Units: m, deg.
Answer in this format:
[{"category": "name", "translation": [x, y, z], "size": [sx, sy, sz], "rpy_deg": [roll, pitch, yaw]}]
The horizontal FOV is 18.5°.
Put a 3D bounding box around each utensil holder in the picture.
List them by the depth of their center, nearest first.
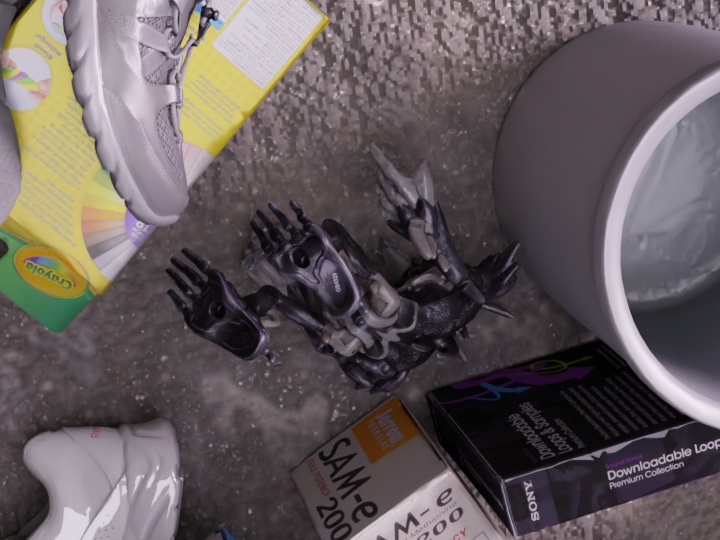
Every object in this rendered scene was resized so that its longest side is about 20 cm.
[{"category": "utensil holder", "translation": [0.164, -0.031, 1.042], "size": [0.169, 0.200, 0.171], "rpy_deg": [-2, 102, -11]}]

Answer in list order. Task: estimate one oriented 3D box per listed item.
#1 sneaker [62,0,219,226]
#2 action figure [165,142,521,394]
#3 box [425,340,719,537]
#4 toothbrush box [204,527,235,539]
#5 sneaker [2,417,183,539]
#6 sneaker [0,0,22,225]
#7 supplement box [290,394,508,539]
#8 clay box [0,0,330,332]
[{"category": "sneaker", "translation": [-0.092, -0.120, 0.980], "size": [0.082, 0.075, 0.201], "rpy_deg": [-8, 99, -5]}, {"category": "action figure", "translation": [0.000, 0.000, 1.056], "size": [0.119, 0.200, 0.102], "rpy_deg": [-37, 69, 22]}, {"category": "box", "translation": [0.145, 0.066, 1.089], "size": [0.199, 0.143, 0.036], "rpy_deg": [-15, 106, -8]}, {"category": "toothbrush box", "translation": [-0.052, 0.247, 1.026], "size": [0.146, 0.085, 0.200], "rpy_deg": [-39, 105, -1]}, {"category": "sneaker", "translation": [-0.144, 0.169, 1.092], "size": [0.099, 0.078, 0.201], "rpy_deg": [5, 92, -7]}, {"category": "sneaker", "translation": [-0.205, -0.103, 0.990], "size": [0.077, 0.082, 0.201], "rpy_deg": [28, 52, -52]}, {"category": "supplement box", "translation": [0.057, 0.173, 1.102], "size": [0.073, 0.126, 0.200], "rpy_deg": [-37, 106, -1]}, {"category": "clay box", "translation": [-0.122, -0.081, 1.047], "size": [0.115, 0.048, 0.200], "rpy_deg": [40, 93, -14]}]
